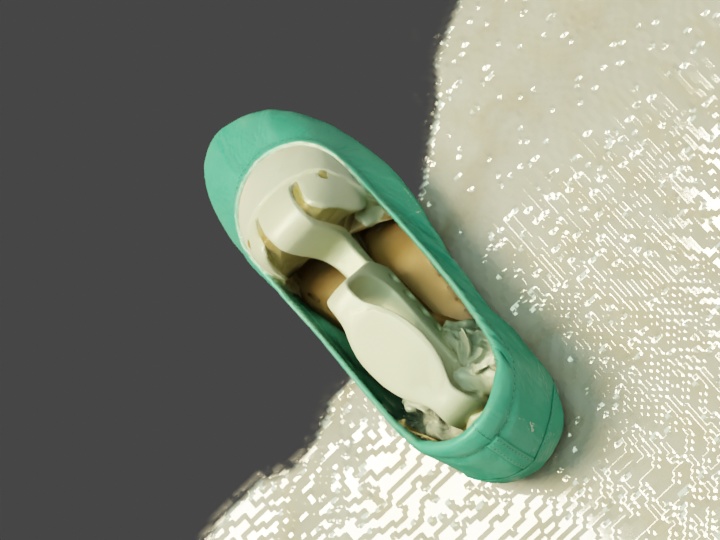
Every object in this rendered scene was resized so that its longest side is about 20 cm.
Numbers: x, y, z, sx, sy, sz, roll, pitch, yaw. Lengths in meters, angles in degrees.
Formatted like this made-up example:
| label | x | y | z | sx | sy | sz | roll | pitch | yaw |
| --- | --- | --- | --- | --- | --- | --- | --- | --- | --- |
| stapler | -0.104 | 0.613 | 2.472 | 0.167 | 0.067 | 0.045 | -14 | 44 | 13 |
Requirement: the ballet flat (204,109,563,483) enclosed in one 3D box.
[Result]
| label | x | y | z | sx | sy | sz | roll | pitch | yaw |
| --- | --- | --- | --- | --- | --- | --- | --- | --- | --- |
| ballet flat | 0.000 | 0.000 | 1.005 | 0.067 | 0.070 | 0.200 | -47 | 65 | 8 |
